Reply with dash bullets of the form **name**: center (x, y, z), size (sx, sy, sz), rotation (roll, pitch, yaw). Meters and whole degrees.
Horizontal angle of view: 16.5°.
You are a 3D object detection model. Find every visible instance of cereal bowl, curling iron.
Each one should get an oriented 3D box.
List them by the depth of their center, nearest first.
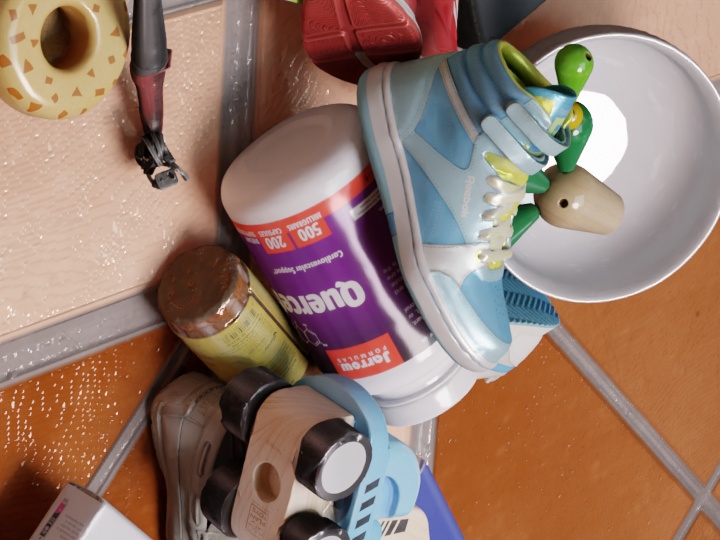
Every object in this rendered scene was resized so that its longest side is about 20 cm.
- **curling iron**: center (-0.118, -0.113, 1.446), size (0.025, 0.050, 0.201), rotation (-22, 151, -17)
- **cereal bowl**: center (0.164, -0.084, 1.783), size (0.198, 0.083, 0.202), rotation (-5, 112, -12)

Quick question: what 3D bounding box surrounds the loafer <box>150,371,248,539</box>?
- **loafer**: center (-0.091, 0.159, 1.651), size (0.070, 0.070, 0.201), rotation (-38, 135, -30)

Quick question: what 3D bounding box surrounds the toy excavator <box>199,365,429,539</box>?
- **toy excavator**: center (-0.001, 0.158, 1.616), size (0.199, 0.100, 0.196), rotation (-5, 116, -44)

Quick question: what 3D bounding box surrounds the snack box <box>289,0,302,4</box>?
- **snack box**: center (-0.063, -0.248, 1.416), size (0.200, 0.067, 0.170), rotation (-8, 118, -74)

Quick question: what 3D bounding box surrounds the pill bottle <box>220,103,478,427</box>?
- **pill bottle**: center (0.000, 0.000, 1.597), size (0.112, 0.112, 0.201), rotation (-43, 117, -27)

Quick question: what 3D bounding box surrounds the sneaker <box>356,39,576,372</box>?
- **sneaker**: center (0.084, -0.046, 1.511), size (0.079, 0.130, 0.201), rotation (-22, 94, -68)

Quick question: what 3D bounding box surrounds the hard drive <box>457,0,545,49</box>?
- **hard drive**: center (0.127, -0.260, 1.715), size (0.200, 0.033, 0.140), rotation (-41, 136, -29)

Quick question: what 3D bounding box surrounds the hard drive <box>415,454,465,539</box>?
- **hard drive**: center (0.032, 0.246, 1.881), size (0.132, 0.025, 0.201), rotation (-49, 140, -20)

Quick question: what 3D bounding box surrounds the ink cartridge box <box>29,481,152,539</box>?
- **ink cartridge box**: center (-0.181, 0.260, 1.569), size (0.201, 0.043, 0.196), rotation (-55, 143, -12)

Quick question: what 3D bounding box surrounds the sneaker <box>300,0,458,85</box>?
- **sneaker**: center (0.013, -0.179, 1.578), size (0.200, 0.078, 0.116), rotation (54, 34, -64)

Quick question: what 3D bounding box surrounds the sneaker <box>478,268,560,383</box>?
- **sneaker**: center (0.050, 0.039, 1.750), size (0.199, 0.077, 0.081), rotation (13, 128, -40)

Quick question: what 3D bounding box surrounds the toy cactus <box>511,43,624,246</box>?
- **toy cactus**: center (0.110, -0.063, 1.696), size (0.164, 0.102, 0.201), rotation (21, 101, -40)

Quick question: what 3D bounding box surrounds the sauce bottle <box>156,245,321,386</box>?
- **sauce bottle**: center (-0.064, 0.058, 1.634), size (0.066, 0.066, 0.200), rotation (-54, 140, -15)

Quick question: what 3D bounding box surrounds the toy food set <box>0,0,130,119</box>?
- **toy food set**: center (-0.180, -0.193, 1.373), size (0.198, 0.048, 0.201), rotation (29, 87, -52)
